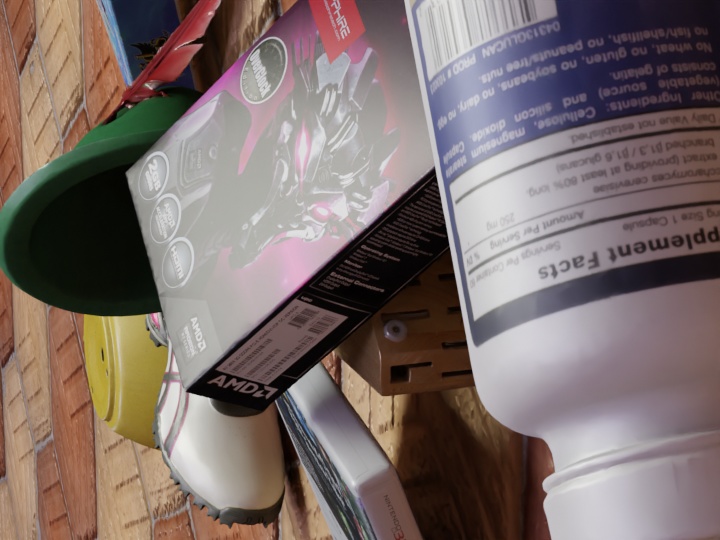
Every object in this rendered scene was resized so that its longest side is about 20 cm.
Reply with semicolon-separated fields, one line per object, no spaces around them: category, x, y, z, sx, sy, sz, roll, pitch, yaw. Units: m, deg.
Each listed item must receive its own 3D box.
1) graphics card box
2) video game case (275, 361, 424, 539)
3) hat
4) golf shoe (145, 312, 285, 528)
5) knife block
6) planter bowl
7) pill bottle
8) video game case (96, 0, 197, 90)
graphics card box;-0.011;-0.047;0.843;0.200;0.051;0.126;-41;51;31
video game case;0.004;0.119;0.948;0.182;0.023;0.200;69;172;-28
hat;-0.125;-0.094;1.195;0.166;0.200;0.176;74;-178;-56
golf shoe;-0.086;0.059;1.238;0.088;0.077;0.200;124;137;-51
knife block;0.000;0.000;0.959;0.176;0.064;0.200;112;148;-57
planter bowl;-0.143;0.055;1.398;0.200;0.083;0.201;175;90;-73
pill bottle;0.082;-0.013;0.614;0.111;0.111;0.200;134;128;-68
video game case;-0.159;-0.209;1.322;0.200;0.045;0.181;83;168;-59
